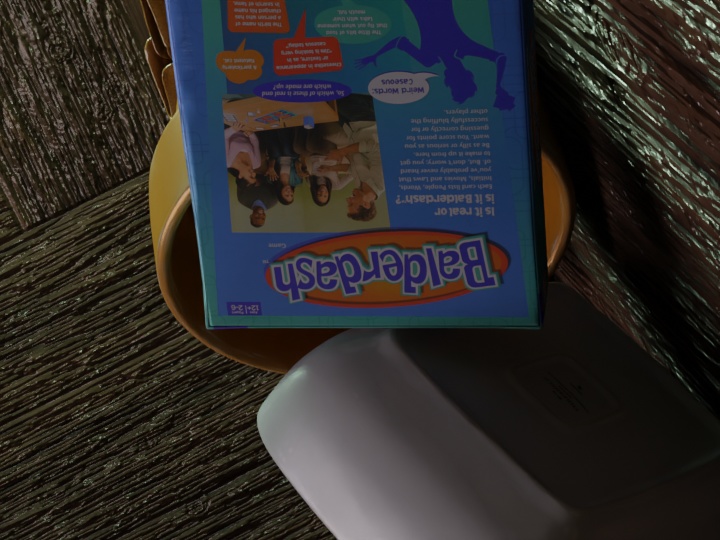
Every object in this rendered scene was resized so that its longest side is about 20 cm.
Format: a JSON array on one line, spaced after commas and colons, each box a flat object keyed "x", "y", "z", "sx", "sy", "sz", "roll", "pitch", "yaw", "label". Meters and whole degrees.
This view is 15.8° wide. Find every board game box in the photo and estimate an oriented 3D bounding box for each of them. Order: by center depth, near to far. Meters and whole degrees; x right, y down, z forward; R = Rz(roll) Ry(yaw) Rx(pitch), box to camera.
[{"x": 0.000, "y": -0.069, "z": 1.104, "sx": 0.045, "sy": 0.152, "sz": 0.200, "roll": -76, "pitch": -16, "yaw": -58, "label": "board game box"}]

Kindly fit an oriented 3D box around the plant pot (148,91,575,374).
[{"x": -0.011, "y": -0.080, "z": 1.272, "sx": 0.200, "sy": 0.200, "sz": 0.184, "roll": 71, "pitch": -175, "yaw": -51, "label": "plant pot"}]

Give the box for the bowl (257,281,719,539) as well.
[{"x": 0.078, "y": 0.079, "z": 1.170, "sx": 0.200, "sy": 0.199, "sz": 0.075, "roll": 44, "pitch": 127, "yaw": 29, "label": "bowl"}]

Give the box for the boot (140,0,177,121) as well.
[{"x": -0.045, "y": -0.115, "z": 1.524, "sx": 0.201, "sy": 0.144, "sz": 0.071, "roll": 67, "pitch": 174, "yaw": -29, "label": "boot"}]
